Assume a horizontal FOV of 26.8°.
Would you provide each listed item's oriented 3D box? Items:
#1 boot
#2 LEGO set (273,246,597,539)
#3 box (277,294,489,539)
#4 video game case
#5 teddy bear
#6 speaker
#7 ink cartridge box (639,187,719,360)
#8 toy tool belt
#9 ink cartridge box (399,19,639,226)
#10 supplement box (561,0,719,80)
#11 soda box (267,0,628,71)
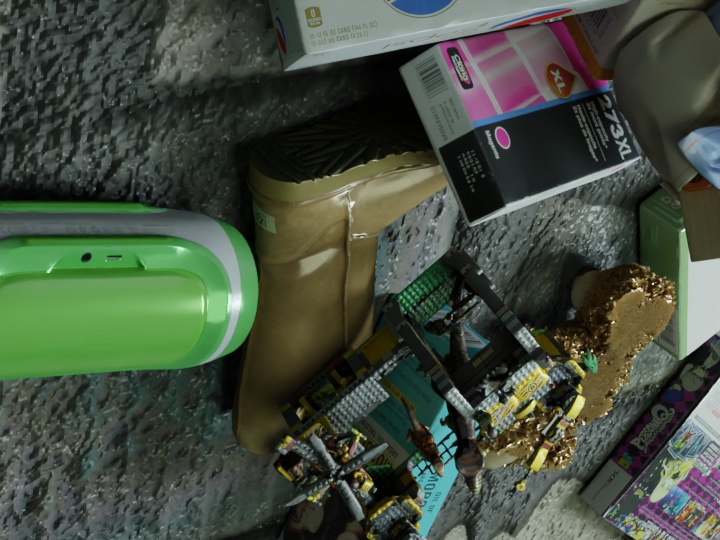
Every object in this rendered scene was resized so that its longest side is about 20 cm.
[{"bbox_3d":[0.000,0.000,0.910,0.174,0.066,0.201,-16,132,-24],"label":"boot"},{"bbox_3d":[0.053,0.095,0.876,0.199,0.116,0.154,-34,125,-2],"label":"LEGO set"},{"bbox_3d":[0.020,0.123,1.005,0.049,0.082,0.201,7,115,-43],"label":"box"},{"bbox_3d":[0.298,0.166,1.334,0.182,0.036,0.200,-52,140,2],"label":"video game case"},{"bbox_3d":[0.149,0.072,1.111,0.144,0.067,0.201,-3,129,-30],"label":"teddy bear"},{"bbox_3d":[-0.150,0.011,0.757,0.199,0.088,0.089,-1,121,-42],"label":"speaker"},{"bbox_3d":[0.302,-0.039,1.169,0.199,0.048,0.146,-34,138,-21],"label":"ink cartridge box"},{"bbox_3d":[0.242,-0.099,0.815,0.199,0.124,0.125,-35,149,24],"label":"toy tool belt"},{"bbox_3d":[0.106,-0.093,0.876,0.037,0.095,0.199,-26,177,38],"label":"ink cartridge box"},{"bbox_3d":[0.205,-0.199,0.828,0.125,0.074,0.200,-6,148,-26],"label":"supplement box"},{"bbox_3d":[0.052,-0.156,0.770,0.198,0.064,0.069,-13,93,-14],"label":"soda box"}]
